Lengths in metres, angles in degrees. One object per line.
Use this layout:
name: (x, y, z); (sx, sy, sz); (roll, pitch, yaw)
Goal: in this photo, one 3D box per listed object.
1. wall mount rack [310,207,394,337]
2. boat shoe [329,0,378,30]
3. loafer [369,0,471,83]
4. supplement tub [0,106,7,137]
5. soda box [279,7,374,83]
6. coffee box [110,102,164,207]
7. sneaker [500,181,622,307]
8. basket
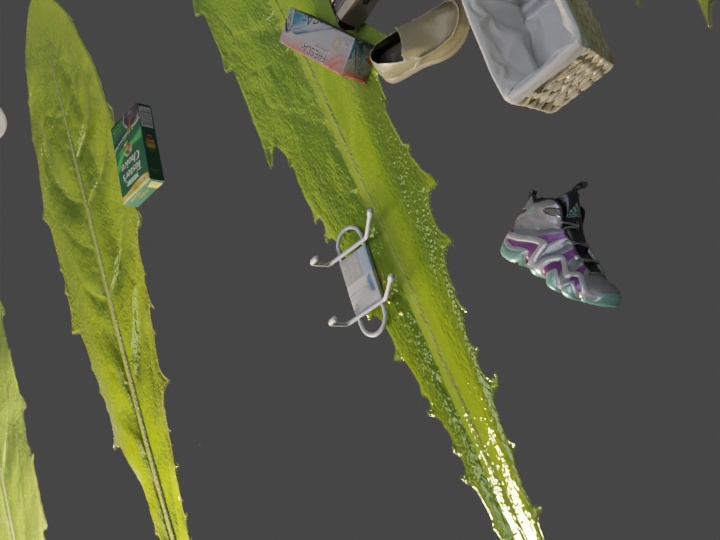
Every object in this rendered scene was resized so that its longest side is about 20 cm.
wall mount rack: (0.000, 0.000, 1.453); (0.173, 0.074, 0.203); (-36, 62, 36)
boat shoe: (0.013, -0.511, 1.500); (0.200, 0.074, 0.094); (-42, 60, 30)
loafer: (0.092, -0.362, 1.408); (0.198, 0.068, 0.077); (-29, 66, 39)
supplement tub: (-1.124, -0.434, 2.586); (0.198, 0.121, 0.125); (9, 91, 44)
soda box: (-0.058, -0.398, 1.566); (0.199, 0.063, 0.069); (37, 110, 40)
coffee box: (-0.504, -0.261, 2.005); (0.122, 0.043, 0.204); (-31, 64, 38)
sneaker: (0.281, -0.047, 1.178); (0.199, 0.077, 0.142); (34, 109, 41)
basket: (0.244, -0.334, 1.217); (0.135, 0.122, 0.203); (-35, 63, 35)
